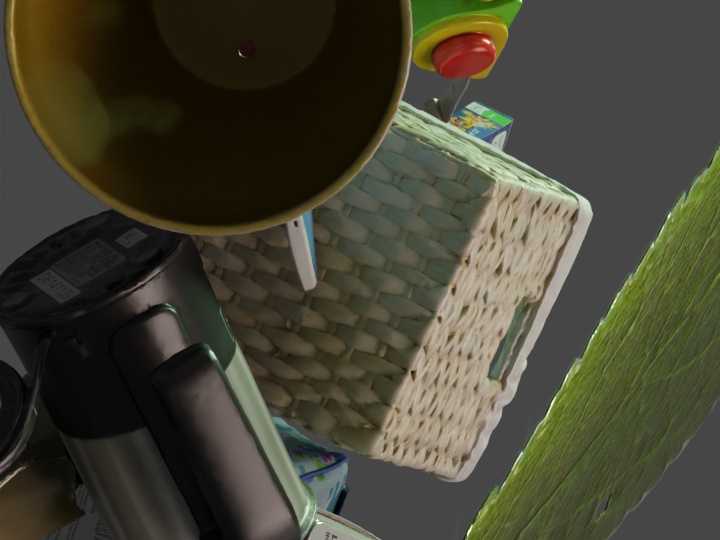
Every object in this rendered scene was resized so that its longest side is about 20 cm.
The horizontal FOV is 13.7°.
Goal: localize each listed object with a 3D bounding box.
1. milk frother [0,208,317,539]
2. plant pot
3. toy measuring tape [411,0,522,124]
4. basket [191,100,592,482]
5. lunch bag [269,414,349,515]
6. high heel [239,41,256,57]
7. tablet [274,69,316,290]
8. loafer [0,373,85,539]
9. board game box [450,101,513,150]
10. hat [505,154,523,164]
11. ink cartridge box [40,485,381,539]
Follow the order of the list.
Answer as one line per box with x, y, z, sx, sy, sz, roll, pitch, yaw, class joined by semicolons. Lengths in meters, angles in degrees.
-0.144;0.099;1.579;0.199;0.181;0.189;-24;114;1;milk frother
-0.066;-0.130;1.504;0.142;0.199;0.201;-63;176;-76;plant pot
0.050;-0.144;1.956;0.074;0.073;0.200;-51;175;-29;toy measuring tape
0.000;0.000;1.794;0.199;0.200;0.161;-65;159;6;basket
-0.095;0.186;1.980;0.200;0.082;0.161;-11;129;-65;lunch bag
-0.098;-0.112;1.638;0.067;0.096;0.201;-93;177;-66;high heel
-0.041;-0.104;1.657;0.130;0.014;0.201;81;4;-62;tablet
-0.191;0.120;1.662;0.200;0.067;0.076;-53;159;-25;loafer
0.038;-0.010;2.119;0.135;0.034;0.201;-32;144;-57;board game box
0.036;-0.035;1.986;0.081;0.200;0.201;-101;-165;-47;hat
-0.100;0.193;1.737;0.083;0.200;0.147;29;78;-51;ink cartridge box
